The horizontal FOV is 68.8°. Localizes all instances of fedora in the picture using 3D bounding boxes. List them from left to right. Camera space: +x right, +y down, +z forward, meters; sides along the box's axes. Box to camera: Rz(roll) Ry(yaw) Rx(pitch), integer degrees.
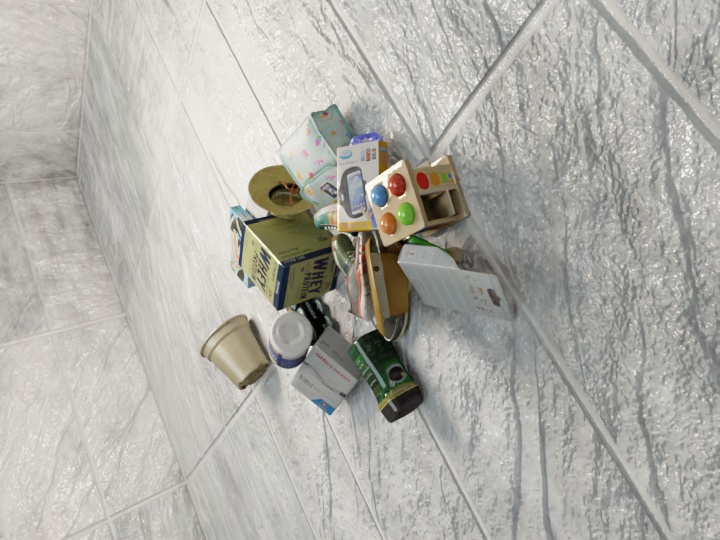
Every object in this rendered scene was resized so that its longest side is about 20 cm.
[{"bbox_3d":[0.058,0.028,1.071,0.201,0.079,0.209,-9,-89,-89],"label":"fedora"}]

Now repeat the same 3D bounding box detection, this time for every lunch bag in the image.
[{"bbox_3d":[-0.081,-0.252,1.246,0.168,0.121,0.204,-27,96,46],"label":"lunch bag"}]

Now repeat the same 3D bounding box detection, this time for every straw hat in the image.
[{"bbox_3d":[-0.190,-0.180,1.354,0.202,0.197,0.087,49,149,28],"label":"straw hat"}]

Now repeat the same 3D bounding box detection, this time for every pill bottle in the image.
[{"bbox_3d":[-0.188,0.193,1.383,0.113,0.108,0.201,61,159,17],"label":"pill bottle"}]

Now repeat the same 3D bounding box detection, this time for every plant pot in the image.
[{"bbox_3d":[-0.408,0.287,1.771,0.184,0.198,0.202,47,134,15],"label":"plant pot"}]

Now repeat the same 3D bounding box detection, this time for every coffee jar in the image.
[{"bbox_3d":[0.059,0.244,1.227,0.203,0.102,0.086,58,142,22],"label":"coffee jar"}]

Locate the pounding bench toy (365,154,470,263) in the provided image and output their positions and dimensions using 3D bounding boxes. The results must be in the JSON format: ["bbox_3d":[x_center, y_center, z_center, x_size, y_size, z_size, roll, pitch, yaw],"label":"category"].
[{"bbox_3d":[0.116,-0.097,1.015,0.123,0.153,0.207,-23,83,50],"label":"pounding bench toy"}]

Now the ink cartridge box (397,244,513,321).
[{"bbox_3d":[0.184,0.022,0.990,0.194,0.059,0.163,4,149,32],"label":"ink cartridge box"}]

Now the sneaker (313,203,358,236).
[{"bbox_3d":[-0.038,-0.116,1.252,0.196,0.070,0.083,-14,82,44],"label":"sneaker"}]

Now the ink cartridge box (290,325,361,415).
[{"bbox_3d":[-0.082,0.266,1.385,0.143,0.085,0.202,36,133,2],"label":"ink cartridge box"}]

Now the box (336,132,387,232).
[{"bbox_3d":[0.003,-0.187,1.116,0.116,0.041,0.209,0,93,39],"label":"box"}]

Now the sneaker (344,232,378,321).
[{"bbox_3d":[-0.008,0.010,1.186,0.080,0.076,0.209,6,98,35],"label":"sneaker"}]

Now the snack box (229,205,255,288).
[{"bbox_3d":[-0.333,-0.067,1.499,0.116,0.036,0.206,39,133,40],"label":"snack box"}]

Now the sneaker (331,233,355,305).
[{"bbox_3d":[0.000,0.000,1.263,0.089,0.066,0.207,-20,88,47],"label":"sneaker"}]

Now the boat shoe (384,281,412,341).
[{"bbox_3d":[0.071,0.070,1.188,0.071,0.064,0.208,34,123,43],"label":"boat shoe"}]

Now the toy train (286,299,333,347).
[{"bbox_3d":[-0.145,0.133,1.472,0.202,0.083,0.115,55,150,20],"label":"toy train"}]

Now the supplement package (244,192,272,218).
[{"bbox_3d":[-0.257,-0.151,1.494,0.110,0.111,0.204,49,136,29],"label":"supplement package"}]

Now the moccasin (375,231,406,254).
[{"bbox_3d":[0.055,-0.134,1.148,0.076,0.073,0.209,-17,84,37],"label":"moccasin"}]

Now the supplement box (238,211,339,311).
[{"bbox_3d":[-0.181,-0.035,1.363,0.199,0.196,0.138,42,132,31],"label":"supplement box"}]
